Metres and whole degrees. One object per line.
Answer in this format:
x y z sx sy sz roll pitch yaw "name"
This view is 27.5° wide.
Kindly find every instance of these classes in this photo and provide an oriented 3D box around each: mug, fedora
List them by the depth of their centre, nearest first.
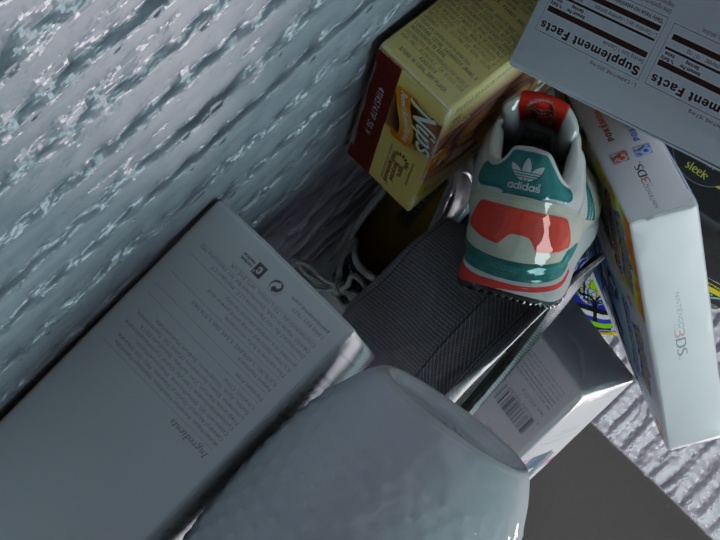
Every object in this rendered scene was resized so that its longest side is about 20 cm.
0.001 0.142 0.742 0.175 0.148 0.200 -54 170 6 "mug"
0.048 0.034 0.874 0.177 0.090 0.200 -41 168 -30 "fedora"

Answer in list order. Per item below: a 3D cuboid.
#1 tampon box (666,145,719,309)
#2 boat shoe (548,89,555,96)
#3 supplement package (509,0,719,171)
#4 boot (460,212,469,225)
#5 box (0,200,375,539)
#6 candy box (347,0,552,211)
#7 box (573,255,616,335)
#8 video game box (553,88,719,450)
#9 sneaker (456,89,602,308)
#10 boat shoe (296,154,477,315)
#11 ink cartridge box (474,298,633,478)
0.270 -0.069 1.114 0.126 0.150 0.200 -56 178 -8 "tampon box"
0.096 -0.091 1.048 0.200 0.073 0.062 113 -21 -46 "boat shoe"
0.215 -0.150 0.739 0.191 0.147 0.200 6 113 -55 "supplement package"
0.064 0.003 1.037 0.097 0.075 0.200 26 119 -36 "boot"
-0.099 0.076 0.768 0.200 0.097 0.124 -45 170 -3 "box"
0.087 -0.131 0.810 0.200 0.055 0.115 -41 169 -23 "candy box"
0.122 0.012 1.136 0.070 0.200 0.064 -17 106 -69 "box"
0.175 -0.017 0.934 0.047 0.182 0.200 -18 130 1 "video game box"
0.101 -0.057 0.800 0.200 0.070 0.094 -57 159 -64 "sneaker"
0.004 0.002 0.950 0.202 0.075 0.086 -52 168 18 "boat shoe"
0.080 0.096 1.028 0.067 0.117 0.200 -10 148 -48 "ink cartridge box"
